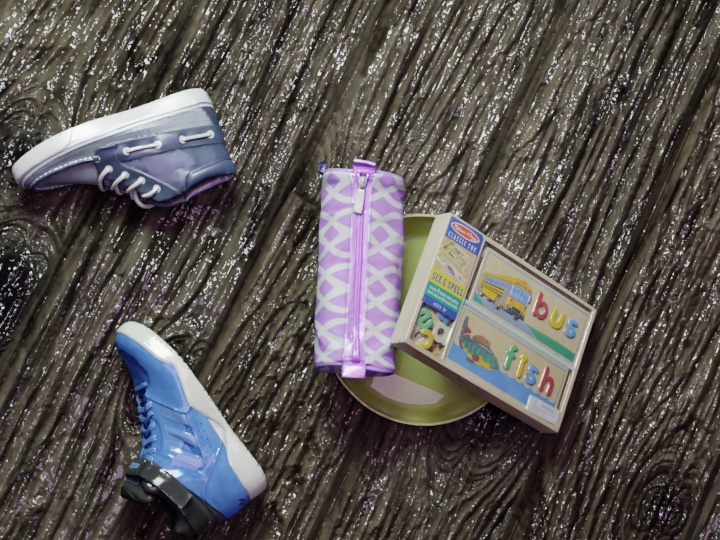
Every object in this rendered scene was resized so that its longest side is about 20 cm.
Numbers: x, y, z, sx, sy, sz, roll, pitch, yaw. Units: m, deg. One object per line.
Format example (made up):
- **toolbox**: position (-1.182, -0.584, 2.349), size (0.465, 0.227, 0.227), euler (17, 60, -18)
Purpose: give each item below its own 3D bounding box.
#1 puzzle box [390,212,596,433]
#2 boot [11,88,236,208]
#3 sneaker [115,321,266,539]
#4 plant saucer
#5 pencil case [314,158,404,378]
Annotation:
- **puzzle box**: position (0.129, 0.051, 1.389), size (0.199, 0.025, 0.134), euler (30, 69, -27)
- **boot**: position (-0.217, -0.095, 1.383), size (0.198, 0.073, 0.091), euler (-23, 80, -11)
- **sneaker**: position (-0.185, 0.152, 1.352), size (0.111, 0.077, 0.201), euler (-38, 95, -20)
- **plant saucer**: position (0.058, 0.048, 1.425), size (0.198, 0.031, 0.202), euler (1, 82, -8)
- **pencil case**: position (0.000, 0.000, 1.365), size (0.083, 0.085, 0.203), euler (2, 83, -9)
